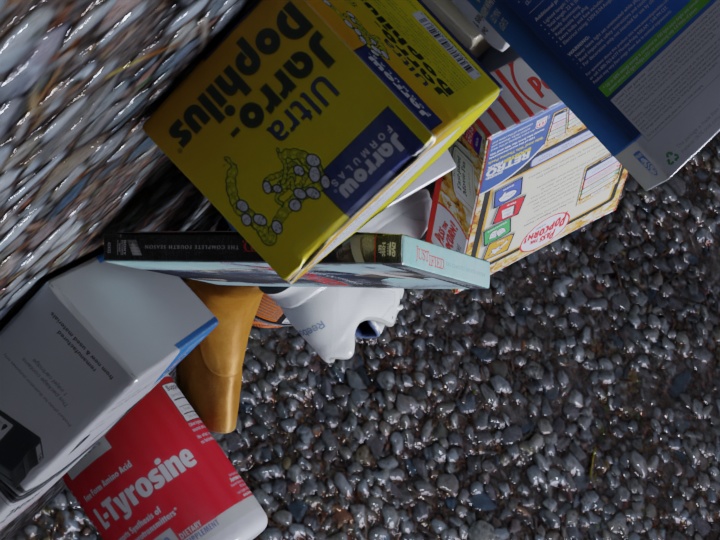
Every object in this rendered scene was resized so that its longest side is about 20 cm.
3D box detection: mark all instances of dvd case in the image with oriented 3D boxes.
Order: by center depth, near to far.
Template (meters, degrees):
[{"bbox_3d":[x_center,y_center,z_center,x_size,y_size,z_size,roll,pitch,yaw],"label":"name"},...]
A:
[{"bbox_3d":[-0.037,-0.006,1.041,0.200,0.022,0.146,0,174,24],"label":"dvd case"}]

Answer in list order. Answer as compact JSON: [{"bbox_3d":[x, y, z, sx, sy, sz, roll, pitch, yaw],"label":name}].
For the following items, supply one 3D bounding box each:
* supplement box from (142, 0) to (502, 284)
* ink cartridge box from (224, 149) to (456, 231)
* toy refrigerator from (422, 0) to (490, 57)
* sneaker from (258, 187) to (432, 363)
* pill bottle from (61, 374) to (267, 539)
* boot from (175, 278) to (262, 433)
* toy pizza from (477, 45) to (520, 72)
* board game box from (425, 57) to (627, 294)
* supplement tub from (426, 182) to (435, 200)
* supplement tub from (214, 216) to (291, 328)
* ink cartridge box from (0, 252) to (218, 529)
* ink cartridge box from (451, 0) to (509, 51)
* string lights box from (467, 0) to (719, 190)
[{"bbox_3d":[-0.012,-0.087,0.896,0.109,0.110,0.200,-44,179,19],"label":"supplement box"},{"bbox_3d":[-0.017,-0.065,1.128,0.115,0.068,0.200,-31,-173,-18],"label":"ink cartridge box"},{"bbox_3d":[0.114,-0.230,1.137,0.200,0.070,0.076,-45,176,-12],"label":"toy refrigerator"},{"bbox_3d":[0.000,0.000,1.223,0.074,0.087,0.200,-20,-167,39],"label":"sneaker"},{"bbox_3d":[-0.169,0.143,1.281,0.112,0.200,0.112,-36,173,-5],"label":"pill bottle"},{"bbox_3d":[-0.101,0.054,1.283,0.071,0.144,0.201,-3,-174,-19],"label":"boot"},{"bbox_3d":[0.105,-0.180,1.210,0.200,0.032,0.200,-27,-150,18],"label":"toy pizza"},{"bbox_3d":[0.126,-0.080,1.178,0.151,0.046,0.200,-27,154,-19],"label":"board game box"},{"bbox_3d":[0.131,-0.118,1.304,0.200,0.107,0.107,-42,179,25],"label":"supplement tub"},{"bbox_3d":[-0.050,-0.029,1.379,0.123,0.123,0.200,-43,179,-30],"label":"supplement tub"},{"bbox_3d":[-0.204,0.084,1.079,0.200,0.084,0.145,-43,179,21],"label":"ink cartridge box"},{"bbox_3d":[0.140,-0.244,1.028,0.200,0.084,0.145,-43,177,-13],"label":"ink cartridge box"},{"bbox_3d":[0.119,-0.150,0.858,0.103,0.200,0.059,-42,178,-5],"label":"string lights box"}]
